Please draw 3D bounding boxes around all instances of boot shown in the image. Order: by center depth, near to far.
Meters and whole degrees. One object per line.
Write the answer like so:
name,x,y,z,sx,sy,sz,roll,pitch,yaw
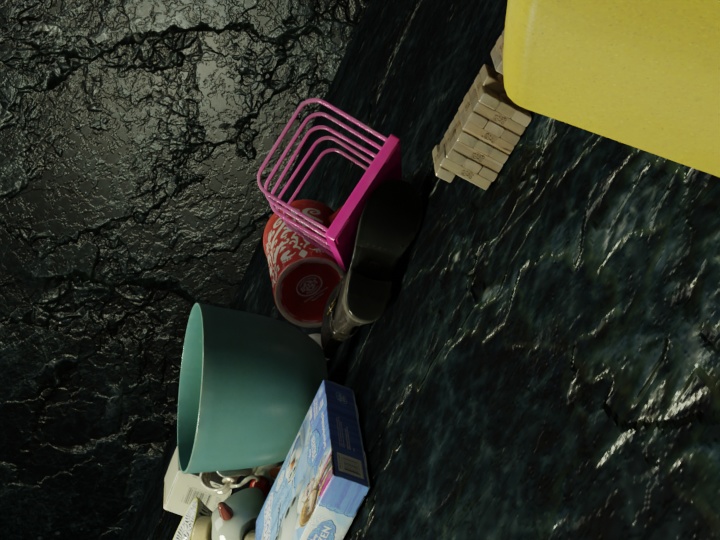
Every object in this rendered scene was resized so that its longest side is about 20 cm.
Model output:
boot,0.000,0.000,1.050,0.174,0.069,0.202,135,158,-69

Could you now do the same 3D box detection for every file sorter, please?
file sorter,-0.037,-0.106,1.071,0.140,0.125,0.200,-57,-8,-7

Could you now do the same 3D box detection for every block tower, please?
block tower,0.137,-0.168,0.783,0.201,0.057,0.054,-59,14,28

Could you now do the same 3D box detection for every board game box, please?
board game box,-0.057,0.246,0.895,0.200,0.043,0.201,-106,39,-72

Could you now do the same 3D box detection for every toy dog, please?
toy dog,-0.144,0.273,1.070,0.201,0.130,0.097,-101,6,-55

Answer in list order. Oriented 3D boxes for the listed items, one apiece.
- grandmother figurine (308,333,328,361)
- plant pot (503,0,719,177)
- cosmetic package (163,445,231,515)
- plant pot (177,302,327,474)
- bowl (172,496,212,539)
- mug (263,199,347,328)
grandmother figurine,-0.095,0.161,1.205,0.201,0.060,0.122,-56,43,32
plant pot,0.160,-0.150,0.358,0.177,0.198,0.202,112,176,-64
cosmetic package,-0.295,0.384,1.551,0.200,0.102,0.074,178,114,-78
plant pot,-0.131,0.147,1.053,0.200,0.159,0.204,-174,90,-72
bowl,-0.210,0.413,1.134,0.201,0.093,0.203,-157,90,-79
mug,-0.069,-0.027,1.260,0.200,0.132,0.179,-105,38,-66
